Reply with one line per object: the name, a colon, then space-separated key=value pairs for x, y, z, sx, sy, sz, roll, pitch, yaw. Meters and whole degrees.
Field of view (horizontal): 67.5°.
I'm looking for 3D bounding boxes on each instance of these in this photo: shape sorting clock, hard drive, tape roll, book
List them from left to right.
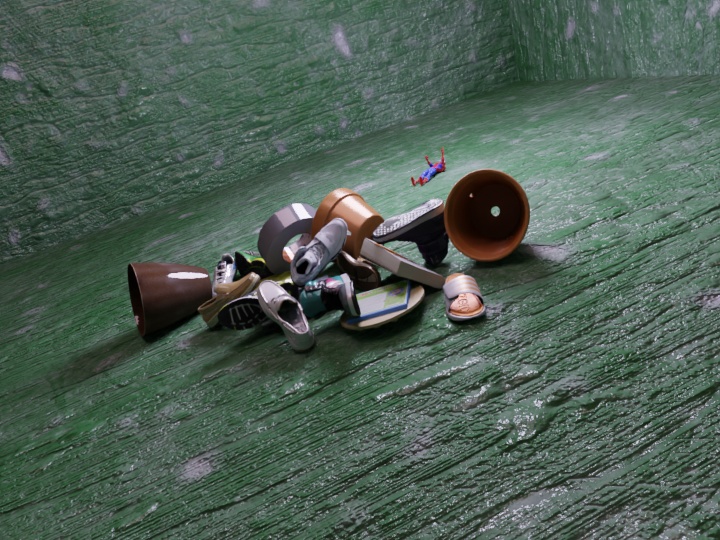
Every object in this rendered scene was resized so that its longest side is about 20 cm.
tape roll: x=-0.185 y=-0.083 z=1.487 sx=0.195 sy=0.204 sz=0.067 roll=-26 pitch=55 yaw=-21
hard drive: x=-0.152 y=0.081 z=1.314 sx=0.193 sy=0.034 sz=0.140 roll=-21 pitch=23 yaw=-10
shape sorting clock: x=0.047 y=0.078 z=1.168 sx=0.193 sy=0.040 sz=0.201 roll=-20 pitch=19 yaw=7
book: x=0.096 y=-0.015 z=1.264 sx=0.130 sy=0.050 sz=0.199 roll=18 pitch=6 yaw=-27

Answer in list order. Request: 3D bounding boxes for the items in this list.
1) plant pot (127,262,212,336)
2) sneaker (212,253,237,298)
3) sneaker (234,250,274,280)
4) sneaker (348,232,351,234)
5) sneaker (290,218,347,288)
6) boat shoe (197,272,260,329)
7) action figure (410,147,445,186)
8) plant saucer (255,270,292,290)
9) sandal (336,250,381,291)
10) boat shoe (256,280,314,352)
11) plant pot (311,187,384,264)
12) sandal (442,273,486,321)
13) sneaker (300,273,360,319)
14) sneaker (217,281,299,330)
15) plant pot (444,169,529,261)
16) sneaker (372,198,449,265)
plant pot: x=-0.509 y=0.060 z=1.461 sx=0.194 sy=0.195 sz=0.185 roll=-12 pitch=17 yaw=-33
sneaker: x=-0.402 y=0.022 z=1.567 sx=0.069 sy=0.075 sz=0.202 roll=-14 pitch=31 yaw=3
sneaker: x=-0.307 y=-0.020 z=1.620 sx=0.195 sy=0.081 sz=0.084 roll=16 pitch=30 yaw=38
sneaker: x=-0.051 y=-0.118 z=1.653 sx=0.083 sy=0.077 sz=0.201 roll=-11 pitch=23 yaw=0
sneaker: x=-0.100 y=-0.044 z=1.302 sx=0.202 sy=0.075 sz=0.115 roll=-51 pitch=-2 yaw=-3
boat shoe: x=-0.330 y=0.061 z=1.323 sx=0.198 sy=0.076 sz=0.072 roll=-40 pitch=12 yaw=19
action figure: x=0.265 y=-0.403 z=2.052 sx=0.064 sy=0.103 sz=0.198 roll=7 pitch=29 yaw=42
plant saucer: x=-0.235 y=0.042 z=1.414 sx=0.193 sy=0.032 sz=0.200 roll=-19 pitch=10 yaw=3
sandal: x=0.000 y=0.000 z=1.338 sx=0.053 sy=0.084 sz=0.198 roll=-17 pitch=22 yaw=-30
boat shoe: x=-0.161 y=0.080 z=1.160 sx=0.070 sy=0.071 sz=0.200 roll=-29 pitch=56 yaw=-26
plant pot: x=-0.019 y=-0.103 z=1.460 sx=0.137 sy=0.207 sz=0.198 roll=25 pitch=43 yaw=35
sandal: x=0.205 y=0.037 z=1.125 sx=0.076 sy=0.061 sz=0.208 roll=-14 pitch=23 yaw=5
sneaker: x=-0.068 y=0.061 z=1.142 sx=0.116 sy=0.087 sz=0.200 roll=-18 pitch=10 yaw=-5
sneaker: x=-0.241 y=0.079 z=1.259 sx=0.194 sy=0.077 sz=0.080 roll=-19 pitch=15 yaw=-25
plant pot: x=0.308 y=-0.135 z=1.280 sx=0.193 sy=0.209 sz=0.139 roll=-5 pitch=7 yaw=26
sneaker: x=0.129 y=-0.066 z=1.301 sx=0.196 sy=0.151 sz=0.077 roll=-24 pitch=28 yaw=-15
